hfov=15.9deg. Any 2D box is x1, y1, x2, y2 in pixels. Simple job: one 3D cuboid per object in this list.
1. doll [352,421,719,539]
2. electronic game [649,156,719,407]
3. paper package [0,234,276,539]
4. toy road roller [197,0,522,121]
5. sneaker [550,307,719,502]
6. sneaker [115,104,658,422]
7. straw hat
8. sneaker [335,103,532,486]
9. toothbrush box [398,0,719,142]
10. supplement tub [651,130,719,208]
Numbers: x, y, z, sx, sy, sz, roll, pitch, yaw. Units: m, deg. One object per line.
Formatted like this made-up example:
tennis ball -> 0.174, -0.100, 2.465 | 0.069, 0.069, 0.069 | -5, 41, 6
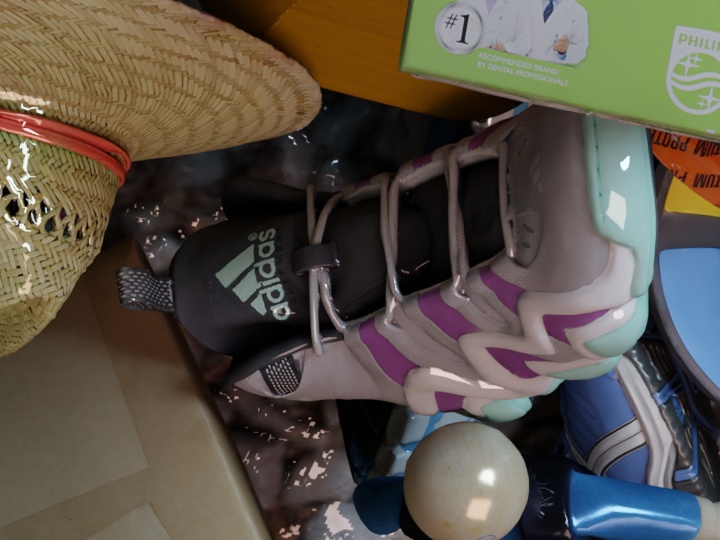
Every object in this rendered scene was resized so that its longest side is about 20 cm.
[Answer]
doll -> 0.066, 0.090, 0.871 | 0.135, 0.049, 0.200 | -1, 160, 24
electronic game -> 0.195, -0.015, 0.888 | 0.198, 0.042, 0.201 | 0, 124, 0
paper package -> -0.068, 0.124, 0.834 | 0.103, 0.201, 0.191 | -24, 150, -4
toy road roller -> -0.002, -0.138, 0.689 | 0.199, 0.124, 0.146 | 14, 145, -34
sneaker -> 0.099, 0.078, 0.981 | 0.076, 0.076, 0.201 | -12, 123, 17
sneaker -> 0.000, 0.000, 0.743 | 0.139, 0.078, 0.200 | 2, 159, -12
straw hat -> -0.114, -0.021, 0.715 | 0.200, 0.200, 0.086 | 17, 76, -34
sneaker -> 0.049, 0.005, 0.896 | 0.086, 0.075, 0.201 | 2, 128, -24
toothbrush box -> 0.083, -0.142, 0.604 | 0.085, 0.146, 0.202 | 12, 103, 16
supplement tub -> 0.163, -0.107, 0.738 | 0.122, 0.123, 0.200 | 10, 141, -30
